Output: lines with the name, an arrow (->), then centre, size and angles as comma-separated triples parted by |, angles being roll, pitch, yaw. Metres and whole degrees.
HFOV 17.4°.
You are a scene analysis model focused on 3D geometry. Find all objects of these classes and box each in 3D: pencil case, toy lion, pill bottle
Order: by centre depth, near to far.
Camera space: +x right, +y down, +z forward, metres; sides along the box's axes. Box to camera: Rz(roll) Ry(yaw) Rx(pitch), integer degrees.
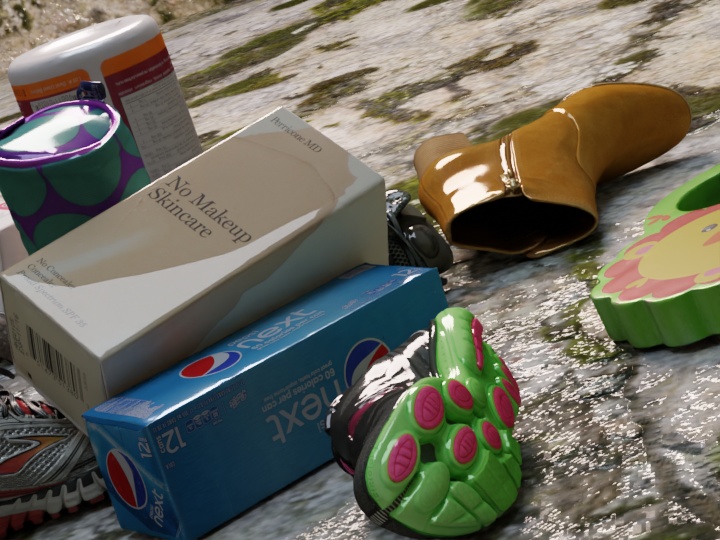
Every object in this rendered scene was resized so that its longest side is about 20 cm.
toy lion -> 0.209, -0.022, 1.269 | 0.192, 0.069, 0.200 | -28, 14, -4
pencil case -> -0.148, -0.003, 1.354 | 0.085, 0.200, 0.092 | -37, 35, -27
pill bottle -> -0.159, -0.066, 1.618 | 0.109, 0.200, 0.110 | -18, 14, 5

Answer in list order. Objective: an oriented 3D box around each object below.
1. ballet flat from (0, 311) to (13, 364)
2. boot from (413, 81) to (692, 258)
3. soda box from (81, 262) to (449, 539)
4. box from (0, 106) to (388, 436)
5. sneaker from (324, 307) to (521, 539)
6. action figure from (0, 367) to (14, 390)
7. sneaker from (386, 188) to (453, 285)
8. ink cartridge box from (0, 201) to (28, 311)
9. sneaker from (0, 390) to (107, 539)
ballet flat -> -0.249, 0.041, 1.466 | 0.200, 0.046, 0.067 | 24, -10, -31
boot -> 0.137, -0.059, 1.514 | 0.201, 0.071, 0.144 | -12, 26, -8
soda box -> -0.041, 0.065, 1.223 | 0.200, 0.068, 0.064 | -28, 19, -33
box -> -0.086, 0.003, 1.273 | 0.200, 0.078, 0.095 | -35, 53, -29
sneaker -> 0.026, 0.083, 1.096 | 0.084, 0.077, 0.200 | -33, 6, 16
action figure -> -0.323, 0.082, 1.475 | 0.200, 0.102, 0.119 | -27, 4, -25
sneaker -> 0.000, 0.000, 1.411 | 0.114, 0.076, 0.199 | -26, 8, -1
ink cartridge box -> -0.325, 0.003, 1.720 | 0.200, 0.084, 0.145 | -4, 10, 14
sneaker -> -0.186, 0.095, 1.273 | 0.200, 0.082, 0.078 | -24, 13, -25
